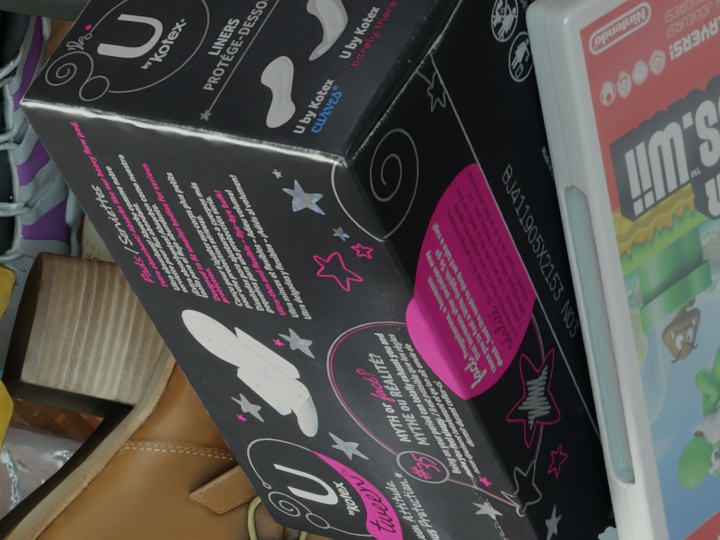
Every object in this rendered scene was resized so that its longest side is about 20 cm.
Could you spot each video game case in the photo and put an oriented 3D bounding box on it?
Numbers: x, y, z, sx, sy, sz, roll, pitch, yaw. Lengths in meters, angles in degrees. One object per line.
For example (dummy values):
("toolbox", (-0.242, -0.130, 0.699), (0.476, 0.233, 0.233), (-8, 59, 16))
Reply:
("video game case", (0.117, -0.012, 0.826), (0.143, 0.017, 0.201), (-32, 123, -33))

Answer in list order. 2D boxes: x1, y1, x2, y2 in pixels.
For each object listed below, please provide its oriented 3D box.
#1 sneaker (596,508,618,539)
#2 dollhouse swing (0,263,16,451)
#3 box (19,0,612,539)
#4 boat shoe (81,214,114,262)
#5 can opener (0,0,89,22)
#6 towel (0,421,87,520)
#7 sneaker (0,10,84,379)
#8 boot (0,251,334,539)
("sneaker", (0.070, 0.127, 0.947), (0.099, 0.070, 0.201), (10, 135, -10))
("dollhouse swing", (-0.227, 0.063, 0.937), (0.181, 0.176, 0.201), (16, 94, -15))
("box", (0.012, -0.022, 0.822), (0.114, 0.200, 0.133), (12, 57, 32))
("boat shoe", (0.000, 0.000, 0.983), (0.199, 0.074, 0.067), (10, 117, -6))
("can opener", (-0.025, -0.105, 0.899), (0.199, 0.053, 0.067), (8, 57, -16))
("towel", (-0.157, 0.144, 0.968), (0.190, 0.032, 0.201), (14, 90, 3))
("sneaker", (-0.138, -0.059, 0.931), (0.077, 0.140, 0.201), (-8, 94, 0))
("boot", (-0.053, 0.102, 0.925), (0.154, 0.077, 0.201), (15, 80, -14))
